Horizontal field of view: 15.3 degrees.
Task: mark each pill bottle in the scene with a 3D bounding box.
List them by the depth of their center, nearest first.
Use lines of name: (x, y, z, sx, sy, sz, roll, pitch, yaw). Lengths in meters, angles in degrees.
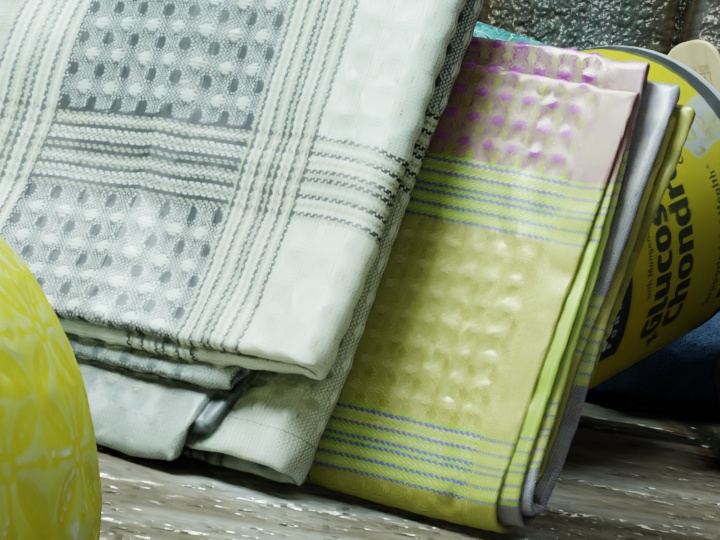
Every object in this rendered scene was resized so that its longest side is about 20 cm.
pill bottle: (0.048, -0.007, 0.910, 0.112, 0.112, 0.200, 13, 21, 31)

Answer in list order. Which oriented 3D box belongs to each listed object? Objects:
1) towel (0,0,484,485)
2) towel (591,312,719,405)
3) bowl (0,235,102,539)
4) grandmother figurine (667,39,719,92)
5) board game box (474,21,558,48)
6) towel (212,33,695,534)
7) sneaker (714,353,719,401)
towel: (-0.064, -0.045, 0.812, 0.192, 0.200, 0.035, 12, -14, 30)
towel: (0.151, 0.031, 1.123, 0.200, 0.049, 0.112, 6, 7, -36)
bowl: (-0.149, 0.004, 0.589, 0.200, 0.108, 0.200, 9, 6, -1)
grandmother figurine: (0.197, -0.070, 1.130, 0.121, 0.061, 0.200, -5, -3, 34)
board game box: (0.090, -0.060, 1.197, 0.200, 0.028, 0.135, 20, 30, 21)
towel: (-0.010, -0.006, 0.801, 0.200, 0.144, 0.023, 11, -15, 31)
sneaker: (0.164, 0.029, 0.950, 0.084, 0.077, 0.200, 8, 3, -5)
